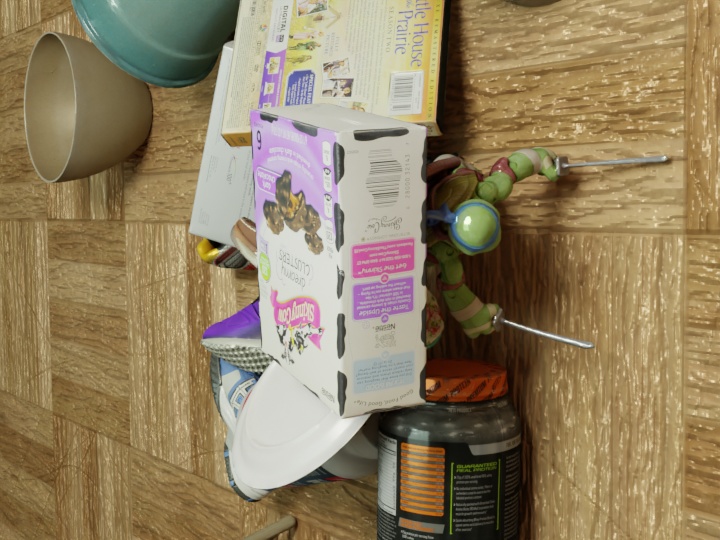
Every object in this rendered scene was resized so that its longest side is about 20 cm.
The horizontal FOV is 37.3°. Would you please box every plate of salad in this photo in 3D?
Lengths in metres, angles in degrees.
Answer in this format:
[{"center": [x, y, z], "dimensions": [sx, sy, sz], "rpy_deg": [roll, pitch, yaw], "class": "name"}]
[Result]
[{"center": [-0.033, 0.107, 0.925], "dimensions": [0.199, 0.048, 0.201], "rpy_deg": [-35, 27, 21], "class": "plate of salad"}]

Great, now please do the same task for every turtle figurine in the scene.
[{"center": [0.111, -0.025, 0.852], "dimensions": [0.194, 0.198, 0.145], "rpy_deg": [-138, 44, -74], "class": "turtle figurine"}]

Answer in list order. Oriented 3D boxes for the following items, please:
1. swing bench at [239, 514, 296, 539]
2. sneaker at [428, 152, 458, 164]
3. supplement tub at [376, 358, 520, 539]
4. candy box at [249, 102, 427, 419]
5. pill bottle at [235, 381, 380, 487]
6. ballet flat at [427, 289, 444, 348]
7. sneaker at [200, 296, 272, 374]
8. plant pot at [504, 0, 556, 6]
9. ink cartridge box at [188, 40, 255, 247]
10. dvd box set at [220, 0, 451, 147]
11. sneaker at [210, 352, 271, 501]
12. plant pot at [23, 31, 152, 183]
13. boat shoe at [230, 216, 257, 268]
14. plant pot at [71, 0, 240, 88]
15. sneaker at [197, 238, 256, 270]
[{"center": [-0.112, 0.371, 1.111], "dimensions": [0.199, 0.199, 0.131], "rpy_deg": [31, 117, 49], "class": "swing bench"}, {"center": [-0.002, -0.113, 0.977], "dimensions": [0.199, 0.070, 0.091], "rpy_deg": [28, 114, 7], "class": "sneaker"}, {"center": [0.074, 0.181, 0.903], "dimensions": [0.122, 0.122, 0.202], "rpy_deg": [9, 99, 53], "class": "supplement tub"}, {"center": [-0.019, -0.015, 0.795], "dimensions": [0.168, 0.071, 0.202], "rpy_deg": [-153, 59, -61], "class": "candy box"}, {"center": [-0.026, 0.145, 1.043], "dimensions": [0.199, 0.119, 0.121], "rpy_deg": [-22, 75, 53], "class": "pill bottle"}, {"center": [0.000, 0.000, 0.909], "dimensions": [0.200, 0.075, 0.064], "rpy_deg": [41, 158, 51], "class": "ballet flat"}, {"center": [-0.083, 0.049, 1.145], "dimensions": [0.199, 0.069, 0.100], "rpy_deg": [-10, 54, 38], "class": "sneaker"}, {"center": [0.068, -0.305, 0.808], "dimensions": [0.187, 0.199, 0.189], "rpy_deg": [7, 99, 54], "class": "plant pot"}, {"center": [-0.064, -0.114, 1.078], "dimensions": [0.174, 0.084, 0.201], "rpy_deg": [18, 114, 6], "class": "ink cartridge box"}, {"center": [-0.021, -0.185, 0.953], "dimensions": [0.198, 0.029, 0.148], "rpy_deg": [-2, 68, 16], "class": "dvd box set"}, {"center": [-0.115, 0.155, 1.212], "dimensions": [0.077, 0.076, 0.202], "rpy_deg": [-26, 67, 25], "class": "sneaker"}, {"center": [-0.368, -0.221, 1.476], "dimensions": [0.200, 0.134, 0.202], "rpy_deg": [5, 96, 53], "class": "plant pot"}, {"center": [-0.031, -0.005, 1.033], "dimensions": [0.199, 0.076, 0.072], "rpy_deg": [29, 96, 6], "class": "boat shoe"}, {"center": [-0.190, -0.340, 1.185], "dimensions": [0.196, 0.199, 0.202], "rpy_deg": [-31, 67, 43], "class": "plant pot"}, {"center": [-0.138, -0.093, 1.210], "dimensions": [0.078, 0.082, 0.202], "rpy_deg": [30, 116, 49], "class": "sneaker"}]
